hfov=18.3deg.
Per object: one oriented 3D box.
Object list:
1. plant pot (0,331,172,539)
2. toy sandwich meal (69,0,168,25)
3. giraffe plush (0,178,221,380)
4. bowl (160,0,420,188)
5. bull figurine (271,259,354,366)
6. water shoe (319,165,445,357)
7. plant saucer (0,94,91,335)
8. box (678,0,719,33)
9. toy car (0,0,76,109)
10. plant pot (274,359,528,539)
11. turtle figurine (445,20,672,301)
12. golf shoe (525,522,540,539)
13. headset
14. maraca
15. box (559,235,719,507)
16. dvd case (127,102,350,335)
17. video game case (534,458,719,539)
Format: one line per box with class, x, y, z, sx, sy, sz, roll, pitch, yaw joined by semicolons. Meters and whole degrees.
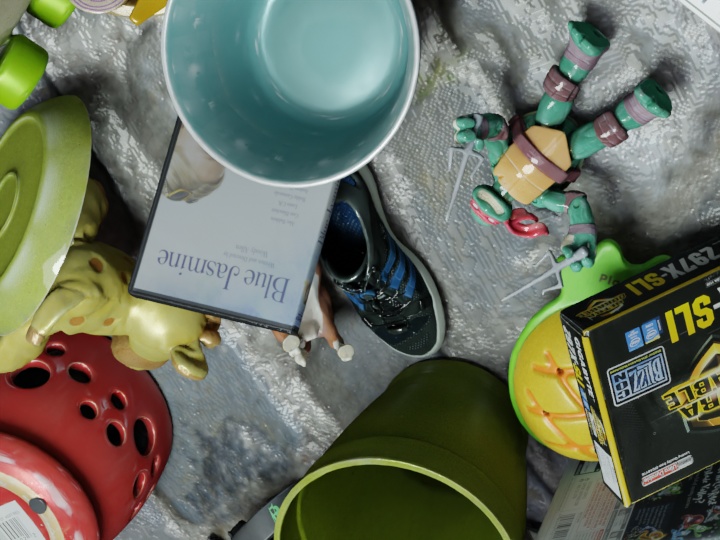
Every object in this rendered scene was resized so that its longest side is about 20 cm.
plant pot;-0.285;0.170;1.935;0.199;0.183;0.201;9;122;15
toy sandwich meal;-0.171;-0.276;1.651;0.204;0.070;0.206;3;113;7
giraffe plush;-0.195;0.020;1.823;0.162;0.173;0.200;21;166;-22
bowl;-0.035;-0.167;1.653;0.200;0.105;0.202;4;101;20
bull figurine;-0.069;-0.009;1.794;0.065;0.121;0.200;-29;121;-1
water shoe;0.000;0.000;1.785;0.071;0.079;0.200;-17;115;28
plant saucer;-0.272;-0.049;1.779;0.031;0.201;0.200;18;131;-27
box;0.229;-0.260;1.548;0.200;0.060;0.117;36;126;-5
toy car;-0.338;-0.201;1.760;0.164;0.158;0.200;33;152;-19
plant pot;0.053;0.176;1.811;0.199;0.193;0.201;9;125;13
turtle figurine;0.133;-0.083;1.674;0.149;0.101;0.200;34;113;-15
golf shoe;0.164;0.283;1.905;0.199;0.095;0.078;22;128;6
headset;-0.085;0.229;1.952;0.094;0.123;0.200;48;147;15
maraca;0.189;0.065;1.746;0.136;0.107;0.201;14;122;0
box;0.260;0.065;1.689;0.199;0.049;0.160;-24;117;-13
dvd case;-0.089;-0.061;1.726;0.142;0.018;0.201;12;81;18
video game case;0.233;0.174;1.742;0.181;0.200;0.023;-14;112;26
